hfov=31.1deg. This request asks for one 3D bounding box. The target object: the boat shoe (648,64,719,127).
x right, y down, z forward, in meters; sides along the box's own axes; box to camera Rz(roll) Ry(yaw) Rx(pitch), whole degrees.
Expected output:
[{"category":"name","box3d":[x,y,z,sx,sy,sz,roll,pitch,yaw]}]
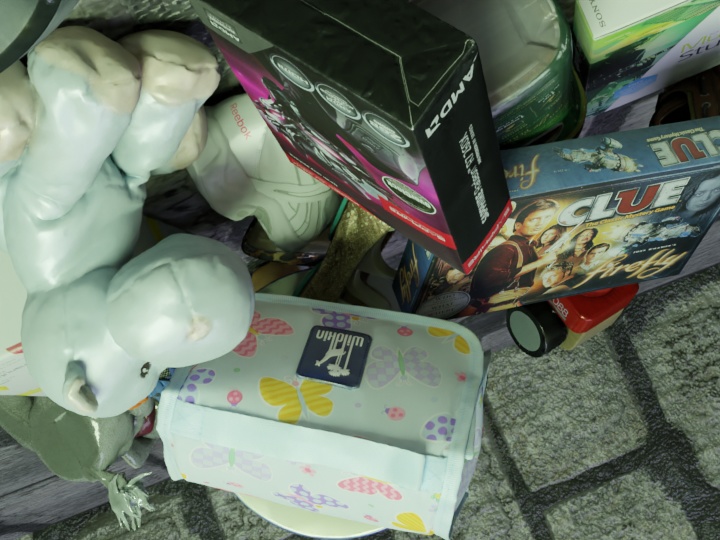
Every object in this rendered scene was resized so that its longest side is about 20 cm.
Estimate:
[{"category":"boat shoe","box3d":[0.257,-0.121,0.990,0.068,0.072,0.200,3,-158,-4]}]

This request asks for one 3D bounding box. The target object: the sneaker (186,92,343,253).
[{"category":"sneaker","box3d":[-0.033,-0.068,0.799,0.099,0.078,0.200,-28,170,12]}]

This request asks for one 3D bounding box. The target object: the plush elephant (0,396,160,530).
[{"category":"plush elephant","box3d":[-0.209,0.105,1.117,0.165,0.200,0.155,-37,-179,31]}]

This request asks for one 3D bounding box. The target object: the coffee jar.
[{"category":"coffee jar","box3d":[0.078,-0.110,0.774,0.104,0.086,0.200,-31,168,7]}]

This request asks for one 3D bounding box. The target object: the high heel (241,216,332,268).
[{"category":"high heel","box3d":[-0.048,-0.016,1.017,0.200,0.072,0.142,-23,168,-48]}]

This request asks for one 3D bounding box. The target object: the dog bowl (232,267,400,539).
[{"category":"dog bowl","box3d":[-0.017,0.097,0.965,0.199,0.201,0.079,-22,175,1]}]

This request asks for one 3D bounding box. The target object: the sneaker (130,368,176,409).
[{"category":"sneaker","box3d":[-0.113,0.042,0.796,0.079,0.075,0.200,-50,167,6]}]

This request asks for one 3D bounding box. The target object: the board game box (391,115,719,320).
[{"category":"board game box","box3d":[0.128,-0.029,0.797,0.199,0.035,0.136,-11,150,-17]}]

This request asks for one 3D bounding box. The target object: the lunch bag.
[{"category":"lunch bag","box3d":[-0.011,0.082,0.753,0.169,0.128,0.200,10,-178,9]}]

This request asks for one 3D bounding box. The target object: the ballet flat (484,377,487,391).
[{"category":"ballet flat","box3d":[-0.011,0.081,0.890,0.199,0.068,0.068,-10,179,8]}]

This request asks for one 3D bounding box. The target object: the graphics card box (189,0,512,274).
[{"category":"graphics card box","box3d":[0.004,-0.075,0.615,0.051,0.125,0.200,-53,162,-9]}]

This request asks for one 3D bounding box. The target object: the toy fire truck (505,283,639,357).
[{"category":"toy fire truck","box3d":[0.133,-0.048,0.954,0.128,0.176,0.200,-27,160,-27]}]

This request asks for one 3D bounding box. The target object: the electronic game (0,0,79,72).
[{"category":"electronic game","box3d":[-0.181,-0.102,0.423,0.199,0.042,0.200,-19,161,-7]}]

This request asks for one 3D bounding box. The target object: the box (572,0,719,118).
[{"category":"box","box3d":[0.216,-0.169,0.890,0.144,0.036,0.200,-23,168,4]}]

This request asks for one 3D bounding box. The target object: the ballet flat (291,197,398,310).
[{"category":"ballet flat","box3d":[0.000,0.000,0.861,0.070,0.065,0.200,-41,164,-54]}]

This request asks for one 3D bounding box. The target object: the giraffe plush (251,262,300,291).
[{"category":"giraffe plush","box3d":[-0.065,0.072,1.267,0.172,0.200,0.162,-28,-163,15]}]

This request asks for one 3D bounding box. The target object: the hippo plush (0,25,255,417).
[{"category":"hippo plush","box3d":[-0.140,-0.012,0.628,0.199,0.161,0.159,-22,170,4]}]

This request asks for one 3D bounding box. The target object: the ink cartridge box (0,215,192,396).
[{"category":"ink cartridge box","box3d":[-0.199,0.024,0.896,0.145,0.084,0.200,-25,169,11]}]
